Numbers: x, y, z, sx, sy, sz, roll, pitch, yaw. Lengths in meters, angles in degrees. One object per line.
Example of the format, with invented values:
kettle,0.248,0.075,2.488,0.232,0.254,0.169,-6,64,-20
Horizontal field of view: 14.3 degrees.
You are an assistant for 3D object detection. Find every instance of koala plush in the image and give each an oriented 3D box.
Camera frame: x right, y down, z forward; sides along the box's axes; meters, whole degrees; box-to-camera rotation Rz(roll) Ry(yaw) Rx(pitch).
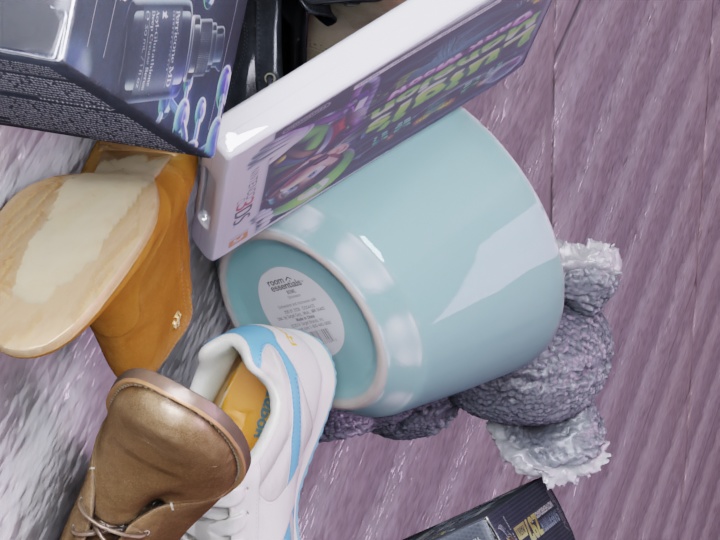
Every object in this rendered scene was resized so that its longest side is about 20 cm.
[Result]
koala plush,0.059,0.044,1.716,0.184,0.200,0.178,-40,139,-67

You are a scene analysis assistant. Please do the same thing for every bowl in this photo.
bowl,0.000,0.000,1.538,0.105,0.201,0.201,-42,145,-36

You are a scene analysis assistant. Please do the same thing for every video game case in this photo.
video game case,0.008,-0.086,1.389,0.200,0.023,0.182,-33,171,-13

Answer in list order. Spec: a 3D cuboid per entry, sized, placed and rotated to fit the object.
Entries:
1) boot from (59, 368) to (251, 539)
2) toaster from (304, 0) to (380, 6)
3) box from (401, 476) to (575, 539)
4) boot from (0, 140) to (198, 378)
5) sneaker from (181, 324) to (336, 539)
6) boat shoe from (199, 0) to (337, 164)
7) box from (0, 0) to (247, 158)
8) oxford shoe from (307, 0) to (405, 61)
boot,-0.104,0.109,1.342,0.076,0.074,0.200,-58,177,-27
toaster,-0.023,-0.191,1.361,0.200,0.114,0.129,-8,95,-51
box,0.018,0.193,1.699,0.051,0.200,0.158,64,16,4
boot,-0.113,0.007,1.301,0.144,0.071,0.201,86,17,-44
sneaker,-0.070,0.126,1.479,0.081,0.076,0.200,11,86,-63
boat shoe,-0.041,-0.146,1.480,0.075,0.062,0.200,14,86,-73
box,-0.117,-0.138,1.112,0.200,0.107,0.149,31,70,-75
oxford shoe,-0.002,-0.112,1.584,0.200,0.071,0.074,94,17,-68
